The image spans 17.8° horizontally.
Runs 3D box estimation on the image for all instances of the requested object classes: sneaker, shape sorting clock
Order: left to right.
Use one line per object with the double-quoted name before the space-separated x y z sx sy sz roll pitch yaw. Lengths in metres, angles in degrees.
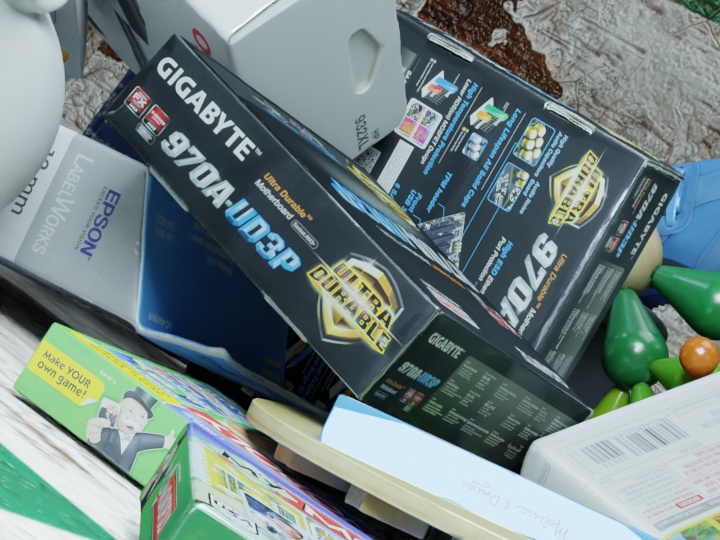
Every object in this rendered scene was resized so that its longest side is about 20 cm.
"shape sorting clock" 0.050 0.091 0.809 0.199 0.039 0.200 25 -4 2
"sneaker" 0.152 -0.025 1.241 0.078 0.066 0.200 30 -24 -17

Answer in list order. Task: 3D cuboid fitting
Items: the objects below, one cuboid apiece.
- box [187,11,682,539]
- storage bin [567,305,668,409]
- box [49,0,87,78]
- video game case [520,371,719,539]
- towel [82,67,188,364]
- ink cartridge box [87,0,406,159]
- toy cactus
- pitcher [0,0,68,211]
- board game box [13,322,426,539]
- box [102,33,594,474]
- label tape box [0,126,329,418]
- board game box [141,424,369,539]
"box" 0.029 0.003 1.051 0.159 0.201 0.046 33 8 31
"storage bin" 0.051 0.049 1.256 0.199 0.135 0.145 32 -23 -15
"box" -0.213 -0.130 0.940 0.198 0.042 0.156 4 -18 -3
"video game case" 0.194 0.105 0.957 0.199 0.023 0.182 -14 41 -44
"towel" -0.070 -0.046 1.151 0.144 0.200 0.024 33 28 -13
"ink cartridge box" -0.077 -0.142 1.002 0.200 0.084 0.145 46 -16 25
"toy cactus" 0.128 0.020 1.156 0.102 0.198 0.166 51 30 -55
"pitcher" -0.157 -0.084 0.812 0.200 0.171 0.122 23 44 -78
"board game box" -0.012 0.092 0.795 0.199 0.029 0.135 34 0 23
"box" 0.000 0.000 0.913 0.159 0.046 0.200 47 6 25
"label tape box" -0.096 -0.010 0.983 0.199 0.067 0.143 23 -4 26
"board game box" 0.031 0.114 0.614 0.199 0.029 0.135 33 2 -7
